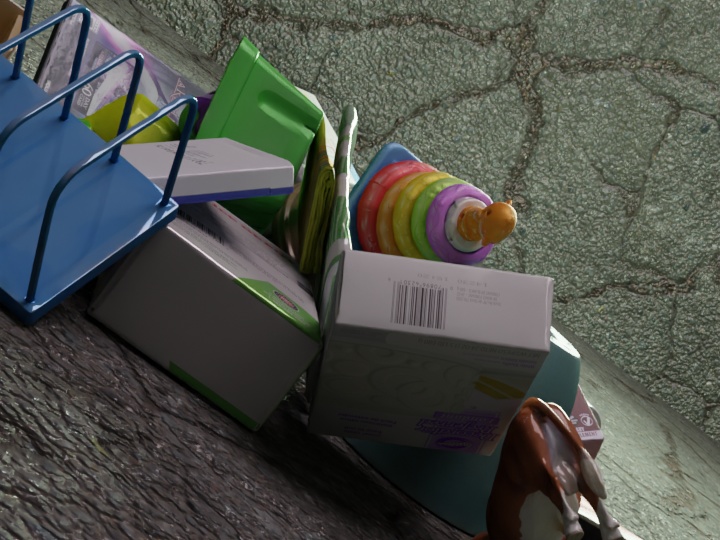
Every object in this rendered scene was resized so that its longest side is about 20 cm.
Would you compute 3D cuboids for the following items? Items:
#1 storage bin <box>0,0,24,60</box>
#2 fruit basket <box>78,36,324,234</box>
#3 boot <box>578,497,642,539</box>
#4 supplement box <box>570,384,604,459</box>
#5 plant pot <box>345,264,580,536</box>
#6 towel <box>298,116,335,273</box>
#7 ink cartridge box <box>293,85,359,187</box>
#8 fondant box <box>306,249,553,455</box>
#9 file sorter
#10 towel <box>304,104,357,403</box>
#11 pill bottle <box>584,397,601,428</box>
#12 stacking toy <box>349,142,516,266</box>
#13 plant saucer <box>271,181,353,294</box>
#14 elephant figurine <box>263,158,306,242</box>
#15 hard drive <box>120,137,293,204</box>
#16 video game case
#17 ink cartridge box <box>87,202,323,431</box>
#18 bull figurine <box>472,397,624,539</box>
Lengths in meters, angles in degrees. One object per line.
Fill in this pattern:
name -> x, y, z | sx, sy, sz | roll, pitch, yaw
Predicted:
storage bin -> -0.375, -0.214, 1.230 | 0.199, 0.094, 0.199 | 36, 7, -17
fruit basket -> -0.154, -0.107, 1.310 | 0.214, 0.157, 0.216 | 22, -19, 8
boot -> 0.230, 0.252, 1.379 | 0.199, 0.073, 0.144 | 34, 6, -5
supplement box -> 0.142, 0.105, 1.475 | 0.108, 0.061, 0.201 | -3, 46, -20
plant pot -> 0.087, 0.095, 1.284 | 0.200, 0.161, 0.201 | 37, 7, -5
towel -> -0.035, -0.067, 1.270 | 0.018, 0.087, 0.200 | 11, 17, -6
ink cartridge box -> -0.098, -0.121, 1.714 | 0.129, 0.124, 0.200 | 61, 11, 7
fondant box -> 0.043, 0.063, 1.084 | 0.143, 0.059, 0.200 | 8, -26, -4
file sorter -> -0.217, -0.099, 0.951 | 0.200, 0.123, 0.139 | 40, 48, 12
towel -> -0.019, -0.013, 1.239 | 0.023, 0.154, 0.201 | 8, 39, -3
pill bottle -> 0.152, 0.122, 1.601 | 0.115, 0.116, 0.200 | 30, 11, -44
stacking toy -> 0.075, -0.041, 1.324 | 0.110, 0.117, 0.199 | 40, -17, -24
plant saucer -> 0.000, 0.000, 1.412 | 0.199, 0.029, 0.201 | 34, 37, -30
elephant figurine -> -0.045, -0.029, 1.539 | 0.200, 0.140, 0.157 | 40, 48, -46
hard drive -> -0.164, -0.067, 1.098 | 0.198, 0.026, 0.132 | -7, 16, -27
video game case -> -0.224, -0.153, 1.501 | 0.199, 0.144, 0.019 | 33, -36, -29
ink cartridge box -> -0.111, 0.015, 1.130 | 0.145, 0.084, 0.200 | 36, 8, -12
bull figurine -> 0.131, 0.181, 1.120 | 0.201, 0.065, 0.122 | 89, -24, -48
